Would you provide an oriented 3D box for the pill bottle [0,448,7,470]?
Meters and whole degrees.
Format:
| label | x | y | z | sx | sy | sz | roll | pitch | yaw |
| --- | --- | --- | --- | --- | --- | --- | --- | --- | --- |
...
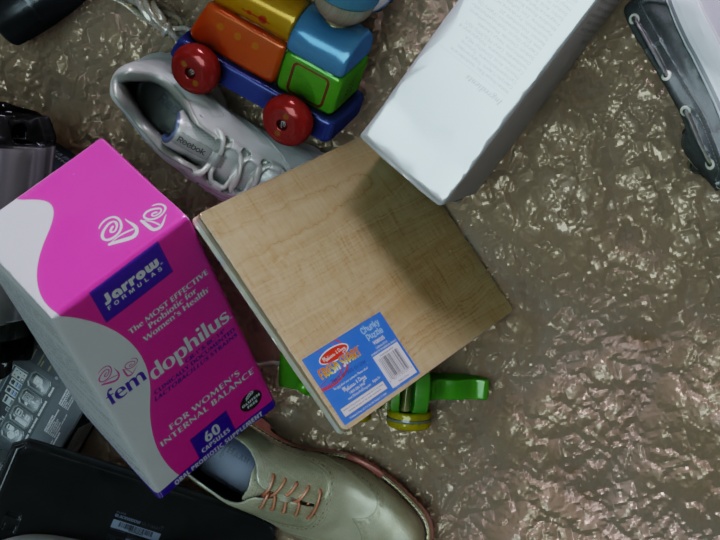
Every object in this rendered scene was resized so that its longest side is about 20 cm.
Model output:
| label | x | y | z | sx | sy | sz | roll | pitch | yaw |
| --- | --- | --- | --- | --- | --- | --- | --- | --- | --- |
| pill bottle | -0.288 | 0.229 | 1.117 | 0.111 | 0.111 | 0.200 | 29 | 104 | 11 |

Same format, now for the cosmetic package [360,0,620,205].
| label | x | y | z | sx | sy | sz | roll | pitch | yaw |
| --- | --- | --- | --- | --- | --- | --- | --- | --- | --- |
| cosmetic package | 0.093 | -0.141 | 0.969 | 0.074 | 0.102 | 0.200 | 40 | 104 | 8 |

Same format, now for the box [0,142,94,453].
| label | x | y | z | sx | sy | sz | roll | pitch | yaw |
| --- | --- | --- | --- | --- | --- | --- | --- | --- | --- |
| box | -0.230 | 0.021 | 1.105 | 0.158 | 0.051 | 0.200 | 33 | 105 | 10 |

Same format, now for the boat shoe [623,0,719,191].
| label | x | y | z | sx | sy | sz | roll | pitch | yaw |
| --- | --- | --- | --- | --- | --- | --- | --- | --- | --- |
| boat shoe | 0.224 | -0.089 | 0.962 | 0.057 | 0.069 | 0.200 | -23 | 89 | 36 |

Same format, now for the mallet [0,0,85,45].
| label | x | y | z | sx | sy | sz | roll | pitch | yaw |
| --- | --- | --- | --- | --- | --- | --- | --- | --- | --- |
| mallet | -0.269 | -0.249 | 1.093 | 0.066 | 0.041 | 0.200 | -38 | 82 | 13 |

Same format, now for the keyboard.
| label | x | y | z | sx | sy | sz | roll | pitch | yaw |
| --- | --- | --- | --- | --- | --- | --- | --- | --- | --- |
| keyboard | -0.165 | 0.197 | 1.076 | 0.200 | 0.021 | 0.127 | 22 | 98 | -19 |

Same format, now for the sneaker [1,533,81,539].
| label | x | y | z | sx | sy | sz | roll | pitch | yaw |
| --- | --- | --- | --- | --- | --- | --- | --- | --- | --- |
| sneaker | -0.185 | 0.218 | 1.022 | 0.199 | 0.085 | 0.073 | -5 | 108 | -13 |

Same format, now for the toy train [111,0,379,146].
| label | x | y | z | sx | sy | sz | roll | pitch | yaw |
| --- | --- | --- | --- | --- | --- | --- | --- | --- | --- |
| toy train | -0.081 | -0.177 | 1.002 | 0.200 | 0.085 | 0.116 | 30 | 130 | 10 |

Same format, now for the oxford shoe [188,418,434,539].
| label | x | y | z | sx | sy | sz | roll | pitch | yaw |
| --- | --- | --- | --- | --- | --- | --- | --- | --- | --- |
| oxford shoe | -0.048 | 0.152 | 1.058 | 0.200 | 0.074 | 0.071 | 22 | 102 | 12 |

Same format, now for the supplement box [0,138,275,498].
| label | x | y | z | sx | sy | sz | roll | pitch | yaw |
| --- | --- | --- | --- | --- | --- | --- | --- | --- | --- |
| supplement box | -0.143 | 0.033 | 0.974 | 0.101 | 0.200 | 0.103 | -38 | 51 | -15 |

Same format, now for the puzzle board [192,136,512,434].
| label | x | y | z | sx | sy | sz | roll | pitch | yaw |
| --- | --- | --- | --- | --- | --- | --- | --- | --- | --- |
| puzzle board | 0.000 | 0.000 | 0.968 | 0.017 | 0.200 | 0.151 | -36 | 87 | 41 |

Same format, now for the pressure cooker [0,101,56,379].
| label | x | y | z | sx | sy | sz | roll | pitch | yaw |
| --- | --- | --- | --- | --- | --- | --- | --- | --- | --- |
| pressure cooker | -0.291 | -0.013 | 0.999 | 0.175 | 0.179 | 0.201 | 8 | 97 | 12 |

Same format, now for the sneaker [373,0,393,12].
| label | x | y | z | sx | sy | sz | roll | pitch | yaw |
| --- | --- | --- | --- | --- | --- | --- | --- | --- | --- |
| sneaker | -0.051 | -0.246 | 1.011 | 0.072 | 0.072 | 0.200 | -39 | 87 | 15 |

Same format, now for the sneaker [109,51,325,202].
| label | x | y | z | sx | sy | sz | roll | pitch | yaw |
| --- | --- | --- | --- | --- | --- | --- | --- | --- | --- |
| sneaker | -0.088 | -0.071 | 1.035 | 0.200 | 0.087 | 0.075 | 34 | 103 | 8 |

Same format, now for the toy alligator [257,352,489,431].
| label | x | y | z | sx | sy | sz | roll | pitch | yaw |
| --- | --- | --- | --- | --- | --- | --- | --- | --- | --- |
| toy alligator | -0.015 | 0.071 | 1.049 | 0.199 | 0.054 | 0.059 | 7 | 98 | 15 |
